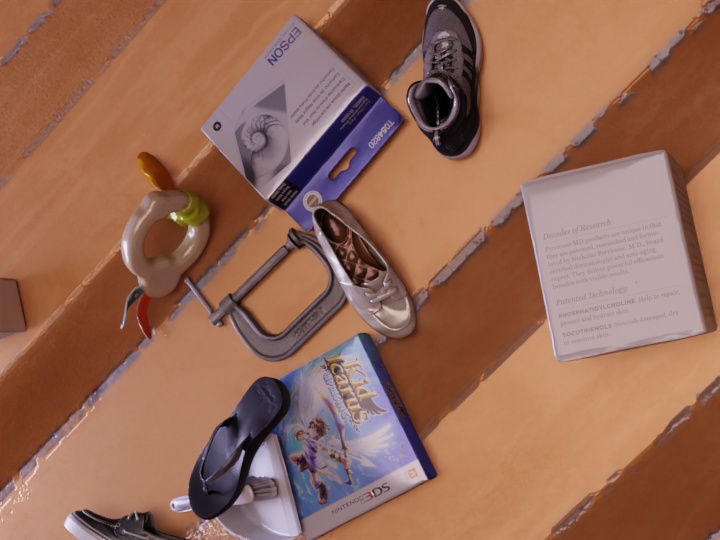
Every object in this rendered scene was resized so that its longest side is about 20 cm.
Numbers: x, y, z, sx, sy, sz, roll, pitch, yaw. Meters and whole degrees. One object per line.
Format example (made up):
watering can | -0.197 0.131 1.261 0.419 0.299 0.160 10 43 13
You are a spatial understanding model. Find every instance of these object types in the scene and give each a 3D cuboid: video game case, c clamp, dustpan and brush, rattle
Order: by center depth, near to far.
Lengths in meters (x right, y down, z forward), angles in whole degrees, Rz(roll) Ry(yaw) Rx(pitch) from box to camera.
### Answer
video game case | -0.028 0.208 1.636 0.181 0.045 0.201 -30 79 15
dustpan and brush | -0.171 0.287 1.672 0.199 0.057 0.141 -18 86 48
c clamp | -0.115 0.022 1.682 0.200 0.027 0.171 -38 77 15
rattle | -0.289 -0.032 1.716 0.142 0.130 0.201 32 117 23

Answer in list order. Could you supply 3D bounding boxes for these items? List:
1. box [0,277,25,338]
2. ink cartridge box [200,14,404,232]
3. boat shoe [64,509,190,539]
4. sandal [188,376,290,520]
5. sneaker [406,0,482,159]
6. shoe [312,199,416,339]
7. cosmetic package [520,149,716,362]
box | -0.574 0.072 1.808 0.199 0.095 0.078 -17 83 19
ink cartridge box | -0.077 -0.186 1.662 0.200 0.041 0.200 45 102 19
boat shoe | -0.289 0.349 1.717 0.199 0.072 0.071 22 86 9
sandal | -0.161 0.215 1.615 0.076 0.043 0.201 37 103 34
sneaker | 0.101 -0.239 1.569 0.075 0.114 0.202 -5 86 19
shoe | 0.000 0.000 1.617 0.070 0.053 0.201 -35 83 3
cosmetic package | 0.292 -0.012 1.466 0.165 0.167 0.202 -13 83 19
